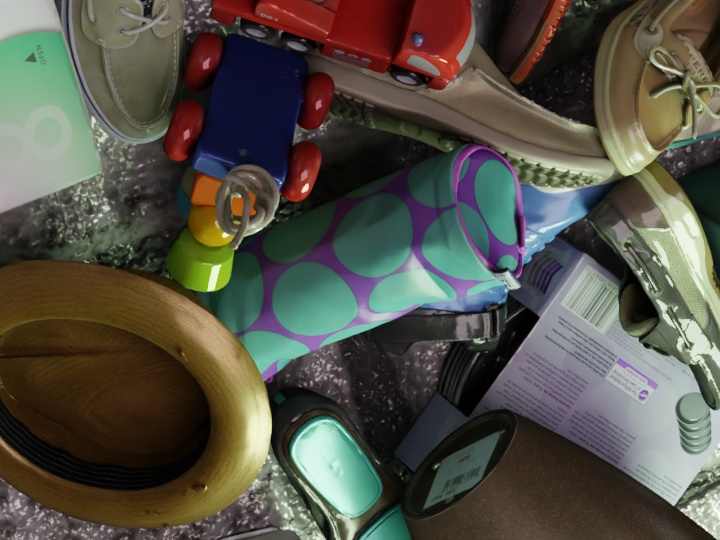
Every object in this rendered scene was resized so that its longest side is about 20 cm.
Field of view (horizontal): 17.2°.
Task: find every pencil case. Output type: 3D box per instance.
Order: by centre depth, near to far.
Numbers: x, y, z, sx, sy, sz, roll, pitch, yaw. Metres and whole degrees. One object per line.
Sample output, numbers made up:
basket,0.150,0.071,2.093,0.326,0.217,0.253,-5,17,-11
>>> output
pencil case,0.000,0.000,1.380,0.200,0.085,0.092,-21,135,27

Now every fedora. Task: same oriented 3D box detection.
fedora,-0.141,0.057,1.364,0.200,0.082,0.201,8,124,11

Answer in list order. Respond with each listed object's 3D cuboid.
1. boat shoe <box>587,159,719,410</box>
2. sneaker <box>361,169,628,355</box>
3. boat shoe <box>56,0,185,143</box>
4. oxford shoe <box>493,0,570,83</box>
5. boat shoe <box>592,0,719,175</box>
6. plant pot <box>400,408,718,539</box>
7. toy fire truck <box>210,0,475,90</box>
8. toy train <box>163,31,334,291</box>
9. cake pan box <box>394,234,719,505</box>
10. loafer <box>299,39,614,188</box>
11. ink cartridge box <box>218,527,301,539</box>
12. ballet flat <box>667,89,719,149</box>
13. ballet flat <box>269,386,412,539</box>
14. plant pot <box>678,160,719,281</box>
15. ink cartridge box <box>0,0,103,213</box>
boat shoe,0.191,0.017,1.491,0.066,0.072,0.201,-28,129,-3
sneaker,0.085,-0.011,1.475,0.199,0.077,0.112,-18,112,-14
boat shoe,-0.132,-0.159,1.317,0.072,0.062,0.200,-17,118,-19
oxford shoe,0.103,-0.211,1.422,0.072,0.071,0.200,16,111,1
boat shoe,0.194,-0.136,1.427,0.073,0.063,0.200,58,42,-33
plant pot,0.123,0.188,1.476,0.187,0.187,0.200,-44,108,-4
toy fire truck,-0.027,-0.161,1.292,0.199,0.141,0.049,17,79,-5
toy train,-0.078,-0.033,1.313,0.084,0.200,0.116,19,127,-7
cake pan box,0.143,0.096,1.567,0.200,0.052,0.184,32,93,-33
loafer,0.060,-0.105,1.395,0.200,0.076,0.068,20,82,-5
ink cartridge box,-0.068,0.250,1.437,0.146,0.200,0.086,-11,117,-21
ballet flat,0.248,-0.117,1.525,0.199,0.069,0.070,-9,114,-23
ballet flat,-0.001,0.146,1.504,0.068,0.068,0.200,-34,122,-10
plant pot,0.295,-0.005,1.510,0.141,0.200,0.142,-25,120,-14
ink cartridge box,-0.255,-0.095,1.293,0.200,0.050,0.161,-24,119,-18
